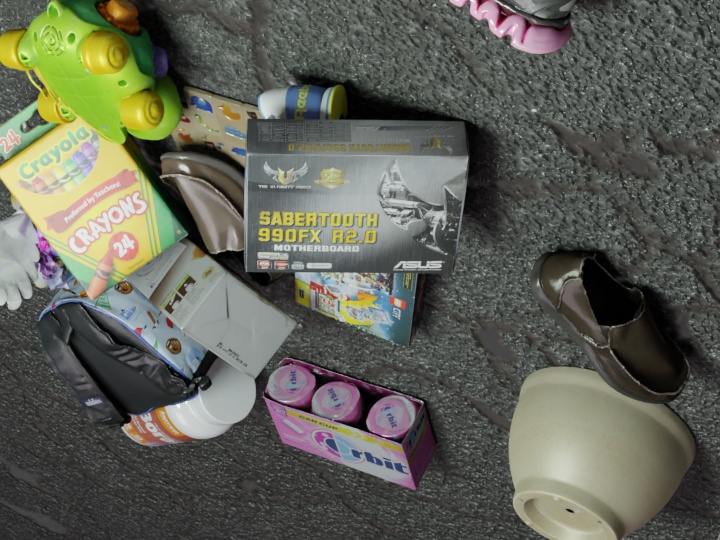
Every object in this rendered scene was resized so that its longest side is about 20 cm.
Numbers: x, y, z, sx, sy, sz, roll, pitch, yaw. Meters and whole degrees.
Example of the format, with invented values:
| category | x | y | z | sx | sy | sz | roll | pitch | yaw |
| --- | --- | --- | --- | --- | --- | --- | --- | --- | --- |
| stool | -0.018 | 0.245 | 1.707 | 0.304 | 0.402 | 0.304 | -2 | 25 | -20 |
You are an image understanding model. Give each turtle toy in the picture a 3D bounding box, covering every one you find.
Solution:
| category | x | y | z | sx | sy | sz | roll | pitch | yaw |
| --- | --- | --- | --- | --- | --- | --- | --- | --- | --- |
| turtle toy | -0.239 | -0.189 | 1.670 | 0.145 | 0.101 | 0.200 | 8 | 147 | 33 |

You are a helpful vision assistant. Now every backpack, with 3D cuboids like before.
| category | x | y | z | sx | sy | sz | roll | pitch | yaw |
| --- | --- | --- | --- | --- | --- | --- | --- | --- | --- |
| backpack | -0.279 | 0.072 | 2.096 | 0.190 | 0.154 | 0.200 | 39 | 139 | -25 |

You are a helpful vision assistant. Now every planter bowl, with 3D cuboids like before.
| category | x | y | z | sx | sy | sz | roll | pitch | yaw |
| --- | --- | --- | --- | --- | --- | --- | --- | --- | --- |
| planter bowl | 0.240 | 0.214 | 1.876 | 0.200 | 0.135 | 0.200 | 22 | 151 | 13 |

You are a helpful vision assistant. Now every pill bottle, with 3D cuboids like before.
| category | x | y | z | sx | sy | sz | roll | pitch | yaw |
| --- | --- | --- | --- | --- | --- | --- | --- | --- | --- |
| pill bottle | -0.220 | 0.161 | 2.231 | 0.112 | 0.112 | 0.200 | 41 | 150 | -23 |

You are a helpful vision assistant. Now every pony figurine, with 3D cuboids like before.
| category | x | y | z | sx | sy | sz | roll | pitch | yaw |
| --- | --- | --- | --- | --- | --- | --- | --- | --- | --- |
| pony figurine | -0.342 | -0.051 | 1.930 | 0.166 | 0.194 | 0.200 | -14 | 164 | -13 |

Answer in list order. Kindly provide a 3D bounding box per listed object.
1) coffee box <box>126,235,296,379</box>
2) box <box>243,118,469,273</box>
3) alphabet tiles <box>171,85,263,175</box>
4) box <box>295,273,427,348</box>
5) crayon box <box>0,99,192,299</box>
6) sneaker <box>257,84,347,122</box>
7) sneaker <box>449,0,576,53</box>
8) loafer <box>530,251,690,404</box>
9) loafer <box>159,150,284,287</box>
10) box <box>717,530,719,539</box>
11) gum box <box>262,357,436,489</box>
| category | x | y | z | sx | sy | sz | roll | pitch | yaw |
| --- | --- | --- | --- | --- | --- | --- | --- | --- | --- |
| coffee box | -0.170 | 0.024 | 1.893 | 0.114 | 0.080 | 0.200 | 39 | 178 | -36 |
| box | -0.006 | -0.066 | 1.605 | 0.199 | 0.048 | 0.159 | 1 | 139 | -4 |
| alphabet tiles | -0.104 | -0.115 | 1.774 | 0.199 | 0.008 | 0.167 | 18 | 151 | 20 |
| box | 0.000 | 0.000 | 1.829 | 0.136 | 0.038 | 0.200 | 21 | 154 | 9 |
| crayon box | -0.282 | -0.087 | 1.807 | 0.200 | 0.127 | 0.051 | 54 | -171 | -11 |
| sneaker | -0.056 | -0.101 | 1.662 | 0.082 | 0.074 | 0.200 | 7 | 138 | 4 |
| sneaker | 0.083 | -0.248 | 1.330 | 0.199 | 0.079 | 0.096 | 26 | 131 | 3 |
| loafer | 0.246 | 0.056 | 1.667 | 0.200 | 0.073 | 0.071 | 39 | 152 | -20 |
| loafer | -0.135 | -0.051 | 1.823 | 0.200 | 0.071 | 0.073 | 40 | 154 | -32 |
| box | 0.465 | 0.306 | 1.790 | 0.199 | 0.165 | 0.166 | 18 | 151 | 19 |
| gum box | -0.017 | 0.182 | 2.130 | 0.199 | 0.066 | 0.114 | 17 | 151 | 22 |
